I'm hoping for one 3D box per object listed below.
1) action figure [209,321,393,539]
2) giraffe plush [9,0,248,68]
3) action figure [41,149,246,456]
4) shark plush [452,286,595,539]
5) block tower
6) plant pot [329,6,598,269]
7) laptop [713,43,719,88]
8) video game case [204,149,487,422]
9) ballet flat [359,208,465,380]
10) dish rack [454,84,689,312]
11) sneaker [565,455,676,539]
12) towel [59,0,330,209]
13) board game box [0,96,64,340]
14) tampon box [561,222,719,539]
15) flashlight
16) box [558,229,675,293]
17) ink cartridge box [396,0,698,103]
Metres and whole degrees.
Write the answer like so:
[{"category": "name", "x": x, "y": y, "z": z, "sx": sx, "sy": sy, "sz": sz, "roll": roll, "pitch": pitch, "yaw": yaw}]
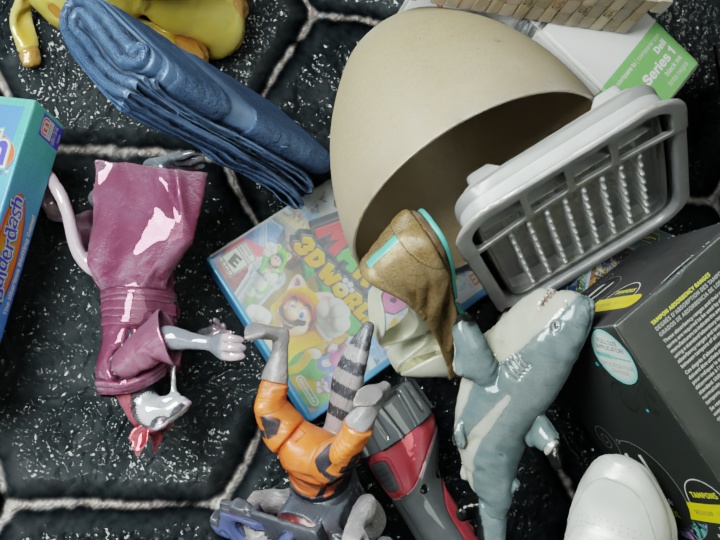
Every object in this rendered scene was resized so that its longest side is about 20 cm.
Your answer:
[{"category": "action figure", "x": -0.003, "y": 0.145, "z": 0.716, "sx": 0.197, "sy": 0.197, "sz": 0.104, "roll": 16, "pitch": 33, "yaw": 27}, {"category": "giraffe plush", "x": -0.166, "y": -0.228, "z": 0.750, "sx": 0.196, "sy": 0.162, "sz": 0.176, "roll": 8, "pitch": 76, "yaw": -14}, {"category": "action figure", "x": -0.152, "y": 0.021, "z": 0.715, "sx": 0.146, "sy": 0.134, "sz": 0.204, "roll": 5, "pitch": 74, "yaw": -13}, {"category": "shark plush", "x": 0.101, "y": 0.109, "z": 0.719, "sx": 0.082, "sy": 0.090, "sz": 0.204, "roll": 13, "pitch": 86, "yaw": 31}, {"category": "block tower", "x": 0.111, "y": -0.208, "z": 0.727, "sx": 0.196, "sy": 0.058, "sz": 0.055, "roll": 6, "pitch": 77, "yaw": -11}, {"category": "plant pot", "x": 0.056, "y": -0.107, "z": 0.765, "sx": 0.197, "sy": 0.201, "sz": 0.136, "roll": -20, "pitch": 63, "yaw": -18}, {"category": "laptop", "x": 0.374, "y": -0.098, "z": 0.902, "sx": 0.196, "sy": 0.103, "sz": 0.181, "roll": -8, "pitch": 81, "yaw": -17}, {"category": "video game case", "x": 0.000, "y": 0.000, "z": 0.822, "sx": 0.199, "sy": 0.018, "sz": 0.144, "roll": -33, "pitch": 88, "yaw": -20}, {"category": "ballet flat", "x": 0.044, "y": 0.035, "z": 0.754, "sx": 0.072, "sy": 0.201, "sz": 0.068, "roll": -33, "pitch": 55, "yaw": -2}, {"category": "dish rack", "x": 0.147, "y": -0.051, "z": 0.754, "sx": 0.170, "sy": 0.200, "sz": 0.044, "roll": -32, "pitch": 64, "yaw": 6}, {"category": "sneaker", "x": 0.169, "y": 0.230, "z": 0.732, "sx": 0.074, "sy": 0.099, "sz": 0.204, "roll": 10, "pitch": 103, "yaw": 24}, {"category": "towel", "x": -0.110, "y": -0.112, "z": 0.728, "sx": 0.049, "sy": 0.199, "sz": 0.112, "roll": -52, "pitch": 54, "yaw": 10}, {"category": "board game box", "x": -0.294, "y": -0.019, "z": 0.699, "sx": 0.149, "sy": 0.045, "sz": 0.204, "roll": 7, "pitch": 73, "yaw": 15}, {"category": "tampon box", "x": 0.243, "y": 0.090, "z": 0.760, "sx": 0.125, "sy": 0.150, "sz": 0.201, "roll": -35, "pitch": 92, "yaw": -15}, {"category": "flashlight", "x": 0.064, "y": 0.178, "z": 0.780, "sx": 0.067, "sy": 0.068, "sz": 0.202, "roll": -33, "pitch": 92, "yaw": 6}, {"category": "box", "x": 0.255, "y": 0.046, "z": 0.871, "sx": 0.197, "sy": 0.038, "sz": 0.139, "roll": 19, "pitch": 74, "yaw": -11}, {"category": "ink cartridge box", "x": 0.137, "y": -0.178, "z": 0.832, "sx": 0.200, "sy": 0.146, "sz": 0.084, "roll": 44, "pitch": 71, "yaw": -3}]
